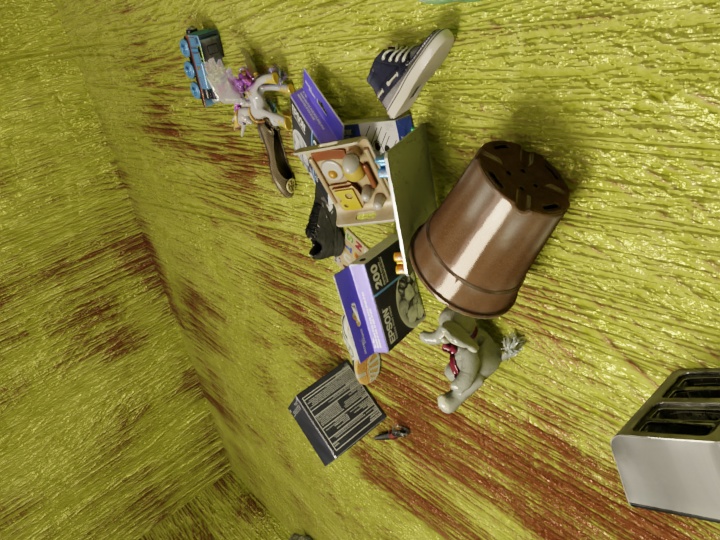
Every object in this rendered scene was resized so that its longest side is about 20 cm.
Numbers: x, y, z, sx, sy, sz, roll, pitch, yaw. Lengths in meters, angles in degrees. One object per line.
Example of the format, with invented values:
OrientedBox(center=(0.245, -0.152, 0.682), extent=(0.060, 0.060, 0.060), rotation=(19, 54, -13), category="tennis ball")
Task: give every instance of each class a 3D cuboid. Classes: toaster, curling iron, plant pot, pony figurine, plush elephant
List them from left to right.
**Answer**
OrientedBox(center=(-0.248, -0.410, 1.284), extent=(0.196, 0.166, 0.197), rotation=(6, 123, 34), category="pony figurine")
OrientedBox(center=(0.082, 0.458, 1.561), extent=(0.049, 0.026, 0.200), rotation=(25, 154, -11), category="curling iron")
OrientedBox(center=(0.185, 0.135, 1.043), extent=(0.155, 0.165, 0.199), rotation=(47, 120, -3), category="plush elephant")
OrientedBox(center=(0.199, -0.068, 0.840), extent=(0.201, 0.198, 0.200), rotation=(48, 140, 19), category="plant pot")
OrientedBox(center=(0.442, 0.218, 0.698), extent=(0.199, 0.178, 0.121), rotation=(-21, 96, 59), category="toaster")

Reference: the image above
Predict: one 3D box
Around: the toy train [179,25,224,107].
OrientedBox(center=(-0.408, -0.535, 1.469), extent=(0.113, 0.086, 0.205), rotation=(22, 131, 39), category="toy train")

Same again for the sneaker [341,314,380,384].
OrientedBox(center=(-0.002, 0.199, 1.464), extent=(0.087, 0.074, 0.205), rotation=(-145, 41, -61), category="sneaker")

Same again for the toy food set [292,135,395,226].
OrientedBox(center=(-0.026, -0.164, 1.071), extent=(0.140, 0.061, 0.202), rotation=(-3, 138, 28), category="toy food set")

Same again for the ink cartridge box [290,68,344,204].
OrientedBox(center=(-0.092, -0.277, 1.163), extent=(0.200, 0.042, 0.202), rotation=(59, 159, 32), category="ink cartridge box")

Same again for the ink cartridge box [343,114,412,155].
OrientedBox(center=(0.027, -0.245, 1.082), extent=(0.198, 0.044, 0.096), rotation=(14, 125, 52), category="ink cartridge box")

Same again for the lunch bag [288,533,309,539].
OrientedBox(center=(-0.267, 1.409, 2.720), extent=(0.165, 0.139, 0.204), rotation=(-6, 113, 39), category="lunch bag")

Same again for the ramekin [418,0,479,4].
OrientedBox(center=(0.117, -0.457, 0.732), extent=(0.199, 0.097, 0.204), rotation=(36, 141, 36), category="ramekin")

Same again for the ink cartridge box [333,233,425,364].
OrientedBox(center=(0.046, 0.057, 1.141), extent=(0.043, 0.199, 0.203), rotation=(2, 117, 43), category="ink cartridge box")

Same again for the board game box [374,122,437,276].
OrientedBox(center=(0.085, -0.125, 0.946), extent=(0.025, 0.200, 0.205), rotation=(-1, 115, 25), category="board game box")

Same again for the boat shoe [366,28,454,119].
OrientedBox(center=(0.072, -0.341, 0.911), extent=(0.093, 0.074, 0.200), rotation=(51, 149, 3), category="boat shoe")

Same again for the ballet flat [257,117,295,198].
OrientedBox(center=(-0.202, -0.282, 1.391), extent=(0.045, 0.067, 0.205), rotation=(-12, 103, 24), category="ballet flat")

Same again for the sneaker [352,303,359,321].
OrientedBox(center=(0.017, 0.076, 1.259), extent=(0.202, 0.073, 0.117), rotation=(-102, -3, -55), category="sneaker")

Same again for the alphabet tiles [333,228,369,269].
OrientedBox(center=(0.000, 0.000, 1.350), extent=(0.200, 0.006, 0.169), rotation=(44, 144, 28), category="alphabet tiles")

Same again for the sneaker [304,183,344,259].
OrientedBox(center=(-0.089, -0.115, 1.308), extent=(0.075, 0.089, 0.205), rotation=(26, 128, 48), category="sneaker")

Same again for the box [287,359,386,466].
OrientedBox(center=(-0.069, 0.405, 1.582), extent=(0.200, 0.198, 0.124), rotation=(53, 147, 14), category="box")
